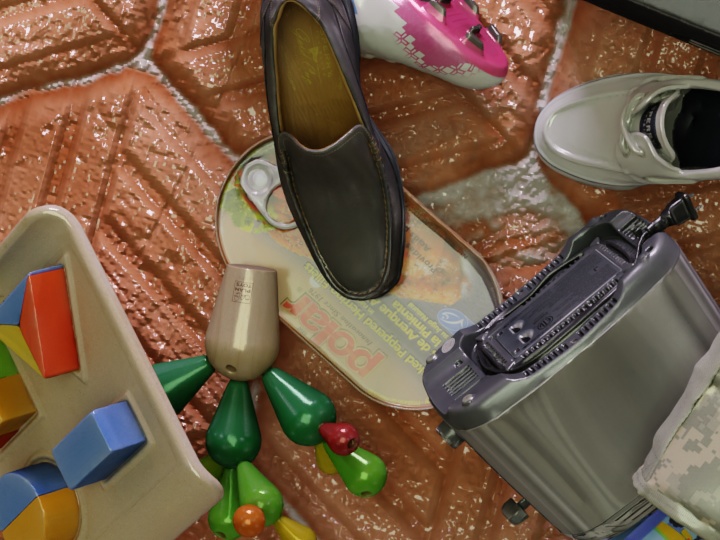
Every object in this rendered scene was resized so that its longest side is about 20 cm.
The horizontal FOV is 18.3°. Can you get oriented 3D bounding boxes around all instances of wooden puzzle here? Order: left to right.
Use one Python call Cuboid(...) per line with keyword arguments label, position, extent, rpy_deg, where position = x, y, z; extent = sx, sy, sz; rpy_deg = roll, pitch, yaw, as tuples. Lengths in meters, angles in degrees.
Cuboid(label="wooden puzzle", position=(-0.184, 0.089, 1.321), extent=(0.185, 0.046, 0.201), rpy_deg=(-42, 75, 43))

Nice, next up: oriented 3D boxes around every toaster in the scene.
Cuboid(label="toaster", position=(0.145, 0.060, 1.300), extent=(0.200, 0.114, 0.129), rpy_deg=(-40, 111, -2))

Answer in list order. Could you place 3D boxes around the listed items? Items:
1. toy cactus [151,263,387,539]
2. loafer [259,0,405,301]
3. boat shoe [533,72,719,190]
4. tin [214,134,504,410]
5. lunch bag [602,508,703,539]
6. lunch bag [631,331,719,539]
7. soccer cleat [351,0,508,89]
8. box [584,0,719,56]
Cuboid(label="toy cactus", position=(-0.081, 0.080, 1.335), extent=(0.199, 0.102, 0.166), rpy_deg=(9, 95, 24))
Cuboid(label="loafer", position=(-0.022, -0.074, 1.305), extent=(0.072, 0.072, 0.201), rpy_deg=(-14, 100, 11))
Cuboid(label="boat shoe", position=(0.182, -0.086, 1.297), extent=(0.199, 0.065, 0.074), rpy_deg=(-2, 83, 33))
Cuboid(label="tin", position=(0.000, 0.000, 1.366), extent=(0.200, 0.042, 0.112), rpy_deg=(42, 91, 5))
Cuboid(label="lunch bag", position=(0.181, 0.219, 1.310), extent=(0.200, 0.094, 0.151), rpy_deg=(-38, 100, 0))
Cuboid(label="lunch bag", position=(0.267, 0.092, 1.226), extent=(0.199, 0.118, 0.164), rpy_deg=(30, 105, -12))
Cuboid(label="soccer cleat", position=(-0.003, -0.160, 1.358), extent=(0.200, 0.070, 0.087), rpy_deg=(38, 113, 5))
Cuboid(label="box", position=(0.216, -0.181, 1.297), extent=(0.199, 0.122, 0.107), rpy_deg=(23, 94, 6))
